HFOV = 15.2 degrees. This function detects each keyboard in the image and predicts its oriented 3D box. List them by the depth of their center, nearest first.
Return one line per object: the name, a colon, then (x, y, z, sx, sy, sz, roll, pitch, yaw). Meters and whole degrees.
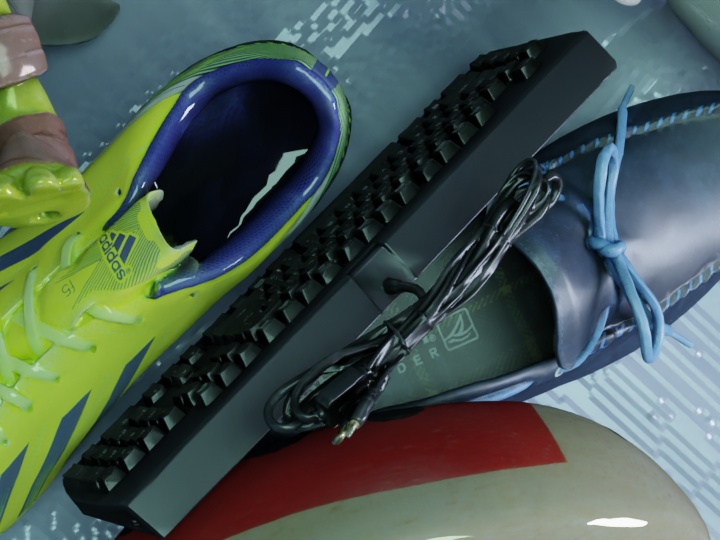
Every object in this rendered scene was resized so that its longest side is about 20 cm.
keyboard: (0.000, 0.000, 0.766, 0.200, 0.127, 0.021, -47, 112, -20)

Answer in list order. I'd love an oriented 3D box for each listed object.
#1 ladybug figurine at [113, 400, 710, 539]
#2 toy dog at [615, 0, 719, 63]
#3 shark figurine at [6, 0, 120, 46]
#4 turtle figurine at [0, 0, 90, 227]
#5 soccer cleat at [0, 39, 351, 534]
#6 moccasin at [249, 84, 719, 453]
ladybug figurine: (0.002, 0.090, 0.780, 0.198, 0.136, 0.072, -13, 60, -13)
toy dog: (0.136, -0.104, 0.821, 0.199, 0.132, 0.096, 36, 103, -17)
shark figurine: (-0.091, -0.115, 0.799, 0.089, 0.128, 0.216, 32, 73, -38)
turtle figurine: (-0.129, -0.089, 0.694, 0.198, 0.064, 0.163, -4, 80, -21)
soccer cleat: (-0.080, 0.008, 0.783, 0.065, 0.084, 0.200, 45, 80, -6)
moccasin: (0.053, 0.010, 0.817, 0.199, 0.068, 0.081, -34, 94, -11)
